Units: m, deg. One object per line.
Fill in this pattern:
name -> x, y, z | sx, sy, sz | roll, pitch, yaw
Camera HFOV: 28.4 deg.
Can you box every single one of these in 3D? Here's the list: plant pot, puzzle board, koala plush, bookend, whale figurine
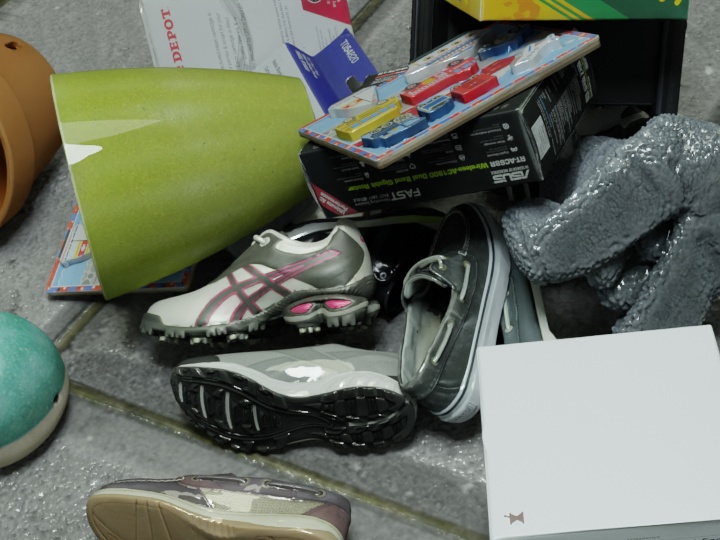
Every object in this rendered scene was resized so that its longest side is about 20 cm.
plant pot -> -0.135, -0.091, 1.175 | 0.198, 0.188, 0.188 | -14, 41, -8
puzzle board -> -0.198, -0.068, 1.300 | 0.149, 0.017, 0.201 | -2, 56, 24
koala plush -> 0.207, -0.053, 1.144 | 0.184, 0.177, 0.200 | -48, 20, 5
bookend -> 0.156, -0.190, 1.240 | 0.197, 0.093, 0.200 | 0, 17, -8
whale figurine -> -0.338, 0.087, 1.157 | 0.198, 0.104, 0.160 | 5, 44, 17
plant pot -> -0.376, -0.143, 1.367 | 0.198, 0.202, 0.140 | 10, 29, 22
puzzle board -> 0.062, -0.142, 1.080 | 0.199, 0.018, 0.151 | -30, 25, -16

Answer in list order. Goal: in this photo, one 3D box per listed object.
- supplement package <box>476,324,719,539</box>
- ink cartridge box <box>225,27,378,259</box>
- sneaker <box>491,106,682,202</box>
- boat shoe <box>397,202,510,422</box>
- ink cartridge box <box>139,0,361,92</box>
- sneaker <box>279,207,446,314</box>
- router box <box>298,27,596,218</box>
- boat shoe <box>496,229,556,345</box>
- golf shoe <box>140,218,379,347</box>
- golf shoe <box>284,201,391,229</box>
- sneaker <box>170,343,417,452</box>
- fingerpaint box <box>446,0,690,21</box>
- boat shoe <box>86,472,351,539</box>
supplement package -> 0.157, 0.163, 0.894 | 0.149, 0.201, 0.153 | -6, 42, 6
ink cartridge box -> -0.068, -0.130, 1.316 | 0.200, 0.041, 0.200 | -39, 38, 7
sneaker -> 0.196, -0.112, 1.300 | 0.198, 0.074, 0.080 | -8, 27, -4
boat shoe -> 0.069, 0.019, 1.113 | 0.072, 0.071, 0.201 | -33, 38, 38
ink cartridge box -> -0.110, -0.234, 1.419 | 0.198, 0.146, 0.084 | -14, 25, -4
sneaker -> 0.000, 0.000, 1.204 | 0.198, 0.072, 0.083 | -16, 43, -5
router box -> 0.070, -0.115, 1.119 | 0.198, 0.063, 0.150 | -8, 28, 32
boat shoe -> 0.115, 0.044, 1.133 | 0.061, 0.073, 0.201 | -9, 47, -4
golf shoe -> -0.084, 0.015, 1.162 | 0.198, 0.077, 0.089 | -8, 83, 11
golf shoe -> 0.011, -0.095, 1.297 | 0.199, 0.089, 0.077 | -30, 46, -18
sneaker -> -0.051, 0.094, 1.122 | 0.198, 0.075, 0.080 | 3, 32, 8
fingerpaint box -> 0.153, -0.246, 1.146 | 0.165, 0.074, 0.200 | -2, 18, -9
boat shoe -> -0.101, 0.180, 1.034 | 0.198, 0.073, 0.065 | 3, 31, 19
